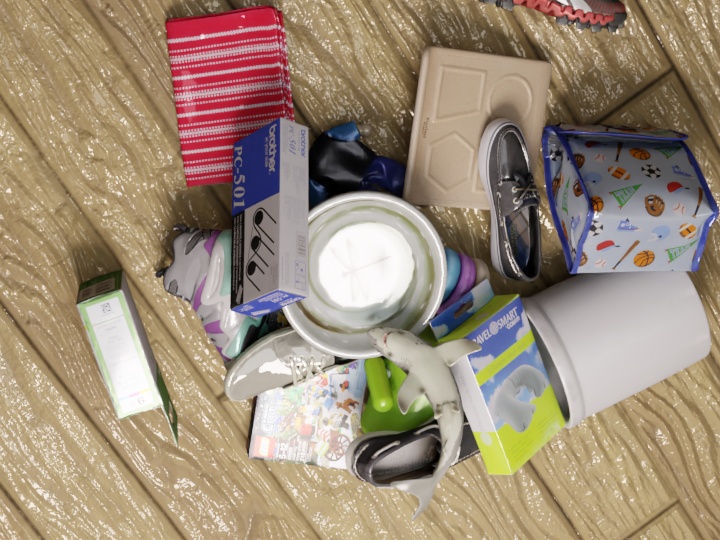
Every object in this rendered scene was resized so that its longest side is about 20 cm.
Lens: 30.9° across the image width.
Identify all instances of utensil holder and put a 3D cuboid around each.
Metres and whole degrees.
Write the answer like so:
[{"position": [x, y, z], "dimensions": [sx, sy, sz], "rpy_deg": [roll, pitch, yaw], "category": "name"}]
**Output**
[{"position": [0.309, 0.078, 1.616], "dimensions": [0.198, 0.170, 0.172], "rpy_deg": [-23, 105, -7], "category": "utensil holder"}]

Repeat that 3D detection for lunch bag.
[{"position": [0.316, -0.105, 1.568], "dimensions": [0.167, 0.202, 0.125], "rpy_deg": [1, 134, -10], "category": "lunch bag"}]

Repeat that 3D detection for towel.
[{"position": [-0.151, -0.203, 1.528], "dimensions": [0.142, 0.022, 0.203], "rpy_deg": [-4, 103, 10], "category": "towel"}]

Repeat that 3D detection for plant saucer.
[{"position": [0.000, 0.000, 1.503], "dimensions": [0.197, 0.050, 0.203], "rpy_deg": [-2, 110, -7], "category": "plant saucer"}]

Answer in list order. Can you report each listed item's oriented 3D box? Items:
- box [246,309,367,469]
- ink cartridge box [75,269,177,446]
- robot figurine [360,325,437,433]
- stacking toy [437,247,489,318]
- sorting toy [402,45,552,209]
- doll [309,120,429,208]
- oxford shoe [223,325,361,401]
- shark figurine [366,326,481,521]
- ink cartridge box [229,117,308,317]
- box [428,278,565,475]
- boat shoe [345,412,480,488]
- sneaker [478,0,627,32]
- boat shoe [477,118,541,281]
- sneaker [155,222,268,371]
[{"position": [-0.062, 0.141, 1.628], "dimensions": [0.134, 0.038, 0.203], "rpy_deg": [7, 100, -12], "category": "box"}, {"position": [-0.276, 0.111, 1.549], "dimensions": [0.058, 0.104, 0.203], "rpy_deg": [-19, 105, -5], "category": "ink cartridge box"}, {"position": [0.072, 0.156, 1.614], "dimensions": [0.174, 0.116, 0.202], "rpy_deg": [18, 99, -31], "category": "robot figurine"}, {"position": [0.058, -0.012, 1.573], "dimensions": [0.198, 0.085, 0.086], "rpy_deg": [27, 96, -25], "category": "stacking toy"}, {"position": [0.139, -0.169, 1.579], "dimensions": [0.197, 0.036, 0.188], "rpy_deg": [1, 102, -31], "category": "sorting toy"}, {"position": [-0.011, -0.110, 1.578], "dimensions": [0.198, 0.048, 0.138], "rpy_deg": [28, 95, -15], "category": "doll"}, {"position": [-0.069, 0.104, 1.546], "dimensions": [0.198, 0.058, 0.076], "rpy_deg": [-23, 135, -17], "category": "oxford shoe"}, {"position": [0.087, 0.163, 1.477], "dimensions": [0.126, 0.090, 0.218], "rpy_deg": [-11, 69, 3], "category": "shark figurine"}, {"position": [-0.101, -0.058, 1.451], "dimensions": [0.044, 0.093, 0.203], "rpy_deg": [15, 65, -38], "category": "ink cartridge box"}, {"position": [0.165, 0.124, 1.546], "dimensions": [0.121, 0.047, 0.202], "rpy_deg": [-33, 107, -39], "category": "box"}, {"position": [0.081, 0.211, 1.533], "dimensions": [0.197, 0.060, 0.075], "rpy_deg": [-6, 105, -26], "category": "boat shoe"}, {"position": [0.235, -0.347, 1.560], "dimensions": [0.197, 0.071, 0.099], "rpy_deg": [14, 101, -11], "category": "sneaker"}, {"position": [0.188, -0.081, 1.571], "dimensions": [0.069, 0.066, 0.203], "rpy_deg": [-13, 110, -28], "category": "boat shoe"}, {"position": [-0.186, 0.031, 1.558], "dimensions": [0.138, 0.078, 0.203], "rpy_deg": [13, 121, 23], "category": "sneaker"}]
